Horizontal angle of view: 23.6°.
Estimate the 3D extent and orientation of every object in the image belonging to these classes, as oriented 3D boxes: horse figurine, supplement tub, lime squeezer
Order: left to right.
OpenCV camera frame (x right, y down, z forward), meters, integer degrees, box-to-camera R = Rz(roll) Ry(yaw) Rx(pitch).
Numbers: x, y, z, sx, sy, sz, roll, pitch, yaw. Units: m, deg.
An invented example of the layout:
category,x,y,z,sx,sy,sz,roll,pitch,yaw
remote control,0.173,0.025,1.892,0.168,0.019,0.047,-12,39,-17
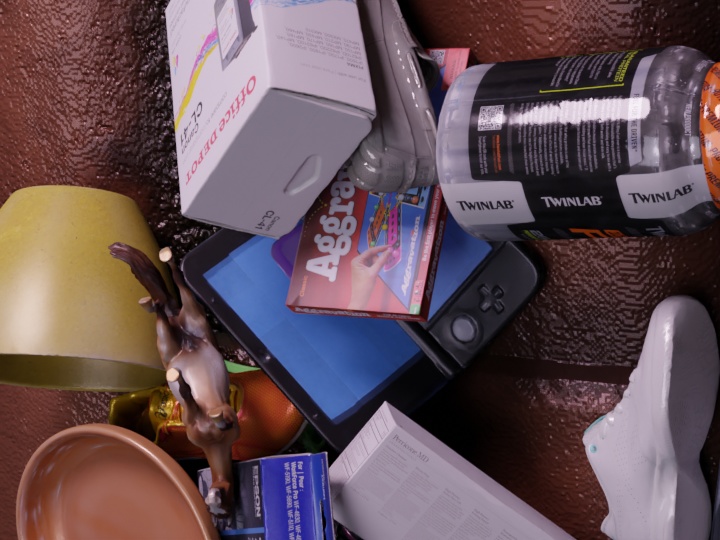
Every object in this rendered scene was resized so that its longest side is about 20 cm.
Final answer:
category,x,y,z,sx,sy,sz,roll,pitch,yaw
horse figurine,-0.123,0.069,1.231,0.050,0.133,0.200,-21,63,-4
lime squeezer,-0.058,0.116,1.344,0.071,0.038,0.200,-31,53,-4
supplement tub,0.161,-0.082,1.131,0.200,0.122,0.123,-1,103,32

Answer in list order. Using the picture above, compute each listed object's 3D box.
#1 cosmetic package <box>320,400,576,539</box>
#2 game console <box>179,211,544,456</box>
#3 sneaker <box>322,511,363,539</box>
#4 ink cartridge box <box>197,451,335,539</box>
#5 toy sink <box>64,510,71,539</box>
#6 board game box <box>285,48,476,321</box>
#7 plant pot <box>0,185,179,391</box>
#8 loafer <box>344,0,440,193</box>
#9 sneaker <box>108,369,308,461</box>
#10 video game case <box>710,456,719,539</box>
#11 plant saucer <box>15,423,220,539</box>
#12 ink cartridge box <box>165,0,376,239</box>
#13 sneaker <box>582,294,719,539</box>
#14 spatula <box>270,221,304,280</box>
category,x,y,z,sx,sy,sz,roll,pitch,yaw
cosmetic package,0.071,0.185,1.236,0.200,0.051,0.083,37,101,-18
game console,0.000,0.000,1.253,0.200,0.118,0.171,47,123,11
sneaker,-0.015,0.206,1.329,0.200,0.081,0.075,24,156,25
ink cartridge box,-0.071,0.186,1.250,0.200,0.039,0.100,155,112,-65
toy sink,-0.169,0.242,1.417,0.112,0.130,0.200,17,111,26
board game box,0.015,-0.063,1.215,0.103,0.019,0.200,3,70,26
plant pot,-0.231,0.013,1.373,0.200,0.200,0.142,-4,76,32
loafer,0.019,-0.138,1.202,0.070,0.070,0.200,119,149,-54
sneaker,-0.117,0.114,1.333,0.200,0.077,0.073,-17,66,38
video game case,0.337,0.156,1.155,0.200,0.019,0.143,12,109,27
plant saucer,-0.177,0.209,1.309,0.200,0.037,0.201,11,110,33
ink cartridge box,-0.067,-0.148,1.198,0.148,0.085,0.200,-51,36,43
sneaker,0.195,0.109,1.201,0.088,0.075,0.201,15,113,39
spatula,0.026,-0.058,1.233,0.200,0.021,0.057,-40,76,7
